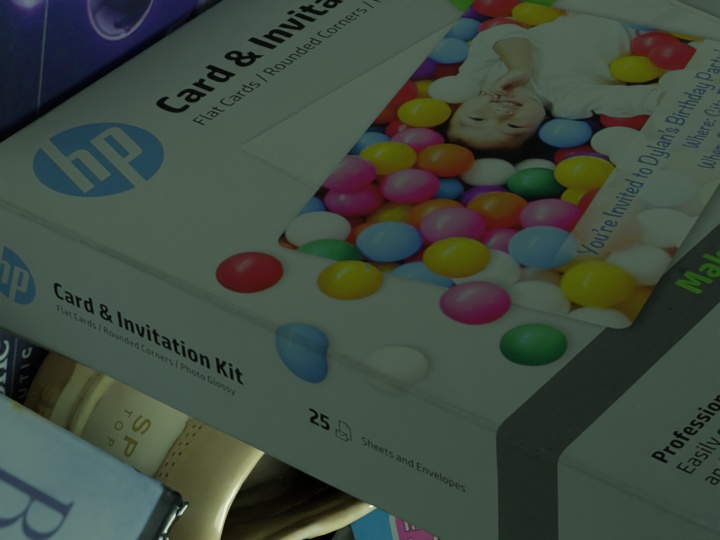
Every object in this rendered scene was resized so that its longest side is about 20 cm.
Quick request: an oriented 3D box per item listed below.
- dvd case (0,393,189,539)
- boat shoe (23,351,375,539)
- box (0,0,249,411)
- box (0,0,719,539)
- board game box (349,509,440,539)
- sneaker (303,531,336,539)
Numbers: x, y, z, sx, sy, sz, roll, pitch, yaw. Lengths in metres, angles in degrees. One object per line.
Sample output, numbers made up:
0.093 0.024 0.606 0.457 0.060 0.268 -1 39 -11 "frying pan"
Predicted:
-0.153 0.059 0.532 0.143 0.200 0.018 -63 -173 -18 "dvd case"
0.006 0.030 0.658 0.200 0.064 0.071 -23 129 -48 "boat shoe"
-0.066 -0.037 0.668 0.200 0.104 0.148 -23 128 -49 "box"
0.042 -0.008 0.559 0.156 0.200 0.041 -37 137 -38 "box"
0.110 0.042 0.801 0.153 0.200 0.040 -23 95 -72 "board game box"
0.000 0.000 0.816 0.088 0.074 0.200 -10 118 -51 "sneaker"
